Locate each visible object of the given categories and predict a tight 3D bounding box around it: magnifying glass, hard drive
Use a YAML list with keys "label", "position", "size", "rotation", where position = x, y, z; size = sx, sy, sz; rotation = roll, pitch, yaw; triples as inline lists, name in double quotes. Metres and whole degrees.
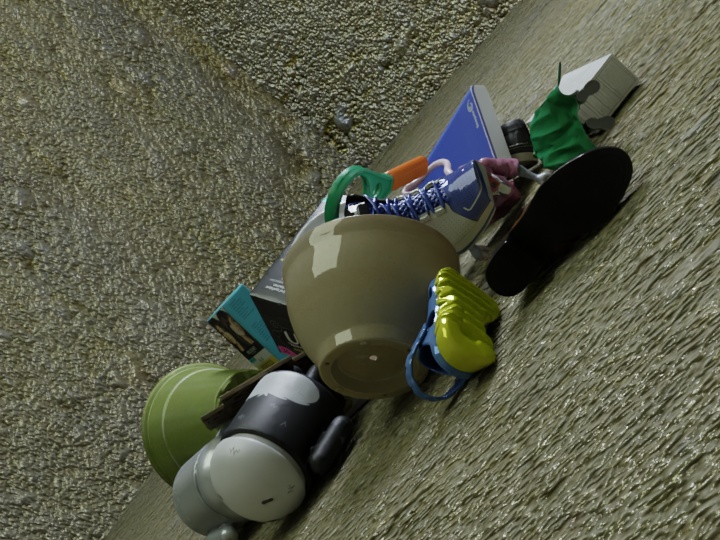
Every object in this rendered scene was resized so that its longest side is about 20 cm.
- label: "magnifying glass"
  position: [0.021, -0.097, 1.603]
  size: [0.200, 0.022, 0.080]
  rotation: [-32, -45, -51]
- label: "hard drive"
  position: [0.134, -0.129, 1.809]
  size: [0.200, 0.025, 0.133]
  rotation: [121, 140, -52]

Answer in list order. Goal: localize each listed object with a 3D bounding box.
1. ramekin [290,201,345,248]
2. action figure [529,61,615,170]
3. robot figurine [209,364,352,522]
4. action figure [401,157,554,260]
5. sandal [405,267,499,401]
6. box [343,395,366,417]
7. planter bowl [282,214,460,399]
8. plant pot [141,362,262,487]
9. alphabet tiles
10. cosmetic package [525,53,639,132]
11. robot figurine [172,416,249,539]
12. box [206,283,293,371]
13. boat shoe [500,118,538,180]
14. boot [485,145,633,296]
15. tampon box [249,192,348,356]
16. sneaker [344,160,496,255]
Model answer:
- label: "ramekin"
  position: [0.000, 0.000, 1.686]
  size: [0.203, 0.201, 0.094]
  rotation: [-54, -37, -27]
- label: "action figure"
  position: [0.226, -0.155, 1.521]
  size: [0.054, 0.119, 0.200]
  rotation: [-19, -4, -11]
- label: "robot figurine"
  position: [-0.092, 0.201, 1.607]
  size: [0.200, 0.124, 0.150]
  rotation: [-56, -1, -41]
- label: "action figure"
  position: [0.138, -0.103, 1.626]
  size: [0.134, 0.149, 0.200]
  rotation: [-45, -8, -4]
- label: "sandal"
  position: [0.084, 0.063, 1.340]
  size: [0.087, 0.079, 0.200]
  rotation: [-53, 4, 22]
- label: "box"
  position: [-0.038, 0.178, 1.722]
  size: [0.200, 0.041, 0.039]
  rotation: [-46, 8, 37]
- label: "planter bowl"
  position: [0.013, 0.054, 1.486]
  size: [0.200, 0.199, 0.135]
  rotation: [-45, 35, 43]
- label: "plant pot"
  position: [-0.188, 0.218, 1.960]
  size: [0.200, 0.200, 0.190]
  rotation: [-54, 15, -27]
- label: "alphabet tiles"
  position: [-0.127, 0.149, 1.729]
  size: [0.167, 0.008, 0.200]
  rotation: [-30, -10, -7]
- label: "cosmetic package"
  position: [0.265, -0.202, 1.653]
  size: [0.083, 0.051, 0.200]
  rotation: [-49, 6, -4]
- label: "robot figurine"
  position: [-0.174, 0.279, 1.781]
  size: [0.200, 0.112, 0.171]
  rotation: [137, 137, -54]
- label: "box"
  position: [-0.121, 0.113, 1.935]
  size: [0.049, 0.200, 0.082]
  rotation: [-49, 4, -27]
- label: "boat shoe"
  position: [0.178, -0.153, 1.827]
  size: [0.072, 0.063, 0.200]
  rotation: [-8, -5, -19]
- label: "boot"
  position: [0.210, -0.070, 1.360]
  size: [0.189, 0.068, 0.200]
  rotation: [-57, -4, 26]
- label: "tampon box"
  position: [-0.021, 0.018, 1.839]
  size: [0.149, 0.127, 0.200]
  rotation: [15, 55, 35]
- label: "sneaker"
  position: [0.047, -0.052, 1.516]
  size: [0.199, 0.115, 0.081]
  rotation: [-38, 45, 27]
